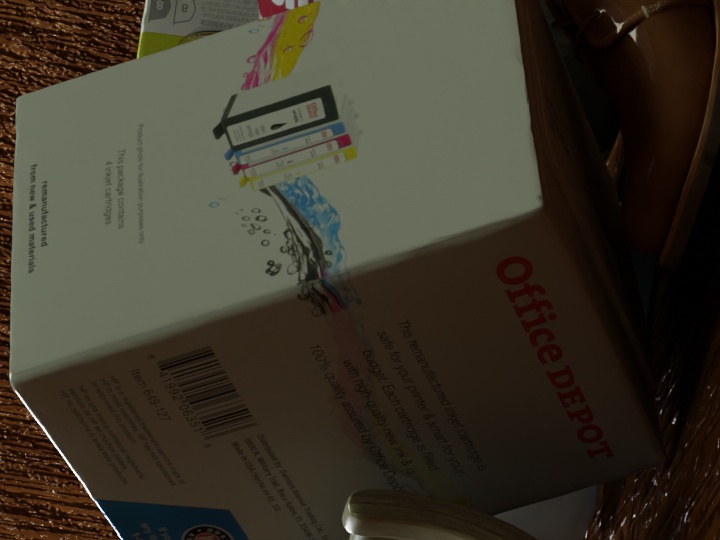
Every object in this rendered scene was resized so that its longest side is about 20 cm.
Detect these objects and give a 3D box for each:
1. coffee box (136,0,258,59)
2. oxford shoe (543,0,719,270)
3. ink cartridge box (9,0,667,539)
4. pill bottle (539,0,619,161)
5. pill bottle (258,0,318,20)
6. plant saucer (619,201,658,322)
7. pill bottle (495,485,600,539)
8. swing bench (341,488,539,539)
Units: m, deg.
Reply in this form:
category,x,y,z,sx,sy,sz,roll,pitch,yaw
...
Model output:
category,x,y,z,sx,sy,sz,roll,pitch,yaw
coffee box,-0.033,-0.036,1.743,0.200,0.198,0.199,79,-162,-81
oxford shoe,0.099,-0.084,1.073,0.072,0.071,0.201,107,170,-50
ink cartridge box,-0.008,0.003,1.079,0.148,0.199,0.145,62,-163,-44
pill bottle,0.062,-0.105,1.229,0.114,0.113,0.201,-90,13,-66
pill bottle,0.003,-0.173,1.474,0.113,0.112,0.201,-90,-2,-66
plant saucer,0.098,0.004,1.241,0.200,0.019,0.070,177,103,-87
pill bottle,0.013,0.057,1.254,0.200,0.119,0.120,35,119,56
swing bench,0.026,0.216,1.043,0.199,0.129,0.201,104,179,-57
